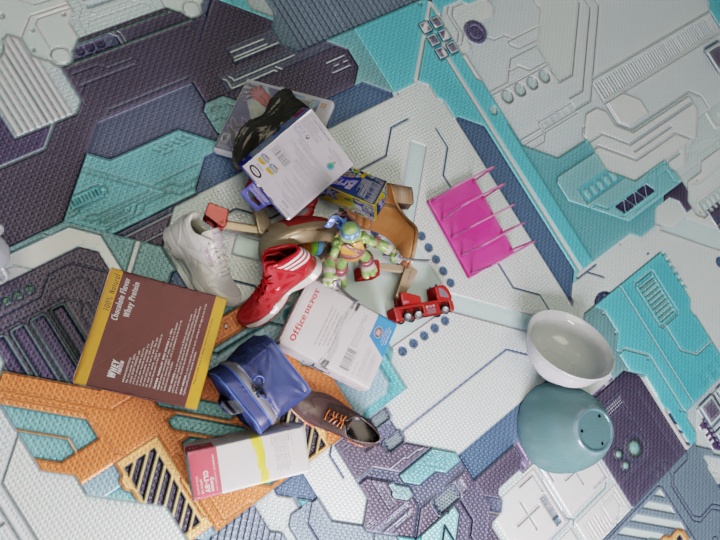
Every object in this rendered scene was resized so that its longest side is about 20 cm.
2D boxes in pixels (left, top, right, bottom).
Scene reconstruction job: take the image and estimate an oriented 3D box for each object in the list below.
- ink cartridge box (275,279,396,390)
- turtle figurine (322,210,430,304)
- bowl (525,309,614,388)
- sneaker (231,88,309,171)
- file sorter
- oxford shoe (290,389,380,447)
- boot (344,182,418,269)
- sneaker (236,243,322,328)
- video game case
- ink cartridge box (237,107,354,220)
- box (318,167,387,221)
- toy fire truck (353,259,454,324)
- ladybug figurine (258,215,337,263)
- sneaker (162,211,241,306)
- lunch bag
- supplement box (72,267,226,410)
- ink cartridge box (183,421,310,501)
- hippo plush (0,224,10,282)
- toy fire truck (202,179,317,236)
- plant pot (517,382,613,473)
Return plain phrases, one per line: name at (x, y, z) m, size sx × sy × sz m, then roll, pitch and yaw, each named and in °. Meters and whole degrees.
ink cartridge box at (-0.051, 0.129, 1.156) m, size 0.200 × 0.086 × 0.147 m, roll 29°, pitch 71°, yaw -9°
turtle figurine at (0.000, 0.000, 1.095) m, size 0.200 × 0.194 × 0.144 m, roll 36°, pitch 76°, yaw 7°
bowl at (0.447, 0.189, 1.290) m, size 0.201 × 0.091 × 0.201 m, roll 11°, pitch 40°, yaw -9°
sneaker at (-0.172, -0.266, 1.141) m, size 0.091 × 0.076 × 0.200 m, roll 36°, pitch 78°, yaw 8°
file sorter at (0.273, -0.111, 1.298) m, size 0.139 × 0.125 × 0.200 m, roll -28°, pitch 88°, yaw -22°
oxford shoe at (-0.048, 0.282, 1.131) m, size 0.200 × 0.073 × 0.071 m, roll 27°, pitch 72°, yaw -11°
boot at (0.039, -0.096, 1.244) m, size 0.154 × 0.074 × 0.200 m, roll 1°, pitch 66°, yaw -12°
sneaker at (-0.178, 0.019, 1.092) m, size 0.200 × 0.116 × 0.078 m, roll -42°, pitch 51°, yaw 4°
video game case at (-0.177, -0.296, 1.200) m, size 0.200 × 0.023 × 0.183 m, roll 17°, pitch 72°, yaw 10°
ink cartridge box at (-0.135, -0.192, 1.100) m, size 0.200 × 0.076 × 0.137 m, roll -42°, pitch 112°, yaw -5°
box at (-0.047, -0.178, 1.196) m, size 0.200 × 0.070 × 0.064 m, roll 25°, pitch 70°, yaw 13°
toy fire truck at (0.096, 0.041, 1.246) m, size 0.200 × 0.049 × 0.141 m, roll -9°, pitch 80°, yaw -21°
ladybug figurine at (-0.115, -0.059, 1.156) m, size 0.200 × 0.136 × 0.072 m, roll -5°, pitch 57°, yaw -38°
sneaker at (-0.285, -0.021, 1.098) m, size 0.100 × 0.075 × 0.200 m, roll -37°, pitch 94°, yaw 22°
lunch bag at (-0.189, 0.205, 1.031) m, size 0.132 × 0.200 × 0.136 m, roll -39°, pitch 97°, yaw -21°
supplement box at (-0.364, 0.125, 1.025) m, size 0.200 × 0.133 × 0.198 m, roll 16°, pitch 74°, yaw -15°
ink cartridge box at (-0.203, 0.330, 1.028) m, size 0.199 × 0.145 × 0.084 m, roll -8°, pitch 82°, yaw -20°
hippo plush at (-0.665, -0.046, 0.940) m, size 0.161 × 0.200 × 0.160 m, roll -17°, pitch 106°, yaw -29°
toy fire truck at (-0.198, -0.123, 1.173) m, size 0.200 × 0.049 × 0.141 m, roll 23°, pitch 73°, yaw -15°
plant pot at (0.462, 0.342, 1.259) m, size 0.200 × 0.135 × 0.201 m, roll 4°, pitch 78°, yaw -18°
